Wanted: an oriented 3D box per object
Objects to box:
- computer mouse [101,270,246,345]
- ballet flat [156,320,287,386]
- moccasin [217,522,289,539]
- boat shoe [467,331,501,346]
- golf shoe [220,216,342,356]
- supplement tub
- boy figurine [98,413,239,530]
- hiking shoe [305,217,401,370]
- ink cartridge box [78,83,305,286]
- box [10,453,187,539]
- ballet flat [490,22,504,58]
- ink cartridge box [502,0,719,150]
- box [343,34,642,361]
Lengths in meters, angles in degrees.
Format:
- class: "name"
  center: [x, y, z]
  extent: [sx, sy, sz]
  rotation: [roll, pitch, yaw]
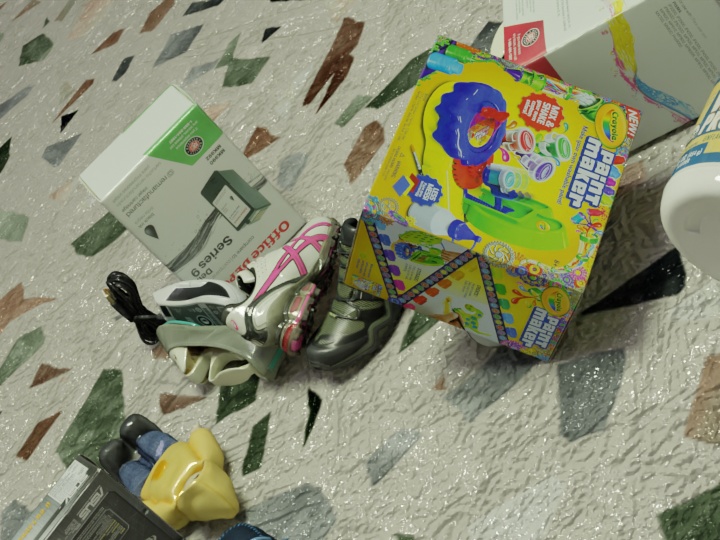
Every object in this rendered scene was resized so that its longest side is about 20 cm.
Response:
- class: "computer mouse"
  center: [-0.179, 0.038, 1.765]
  extent: [0.199, 0.110, 0.044]
  rotation: [1, 51, 37]
- class: "ballet flat"
  center: [-0.152, 0.086, 1.697]
  extent: [0.199, 0.067, 0.064]
  rotation: [-4, 58, 47]
- class: "moccasin"
  center: [-0.083, 0.266, 1.404]
  extent: [0.080, 0.068, 0.200]
  rotation: [-45, 31, -1]
- class: "boat shoe"
  center: [0.115, -0.009, 1.511]
  extent: [0.070, 0.071, 0.201]
  rotation: [124, 156, -52]
- class: "golf shoe"
  center: [-0.074, 0.001, 1.648]
  extent: [0.200, 0.092, 0.073]
  rotation: [-66, -10, -55]
- class: "supplement tub"
  center: [0.330, -0.096, 1.284]
  extent: [0.144, 0.145, 0.201]
  rotation: [-1, 52, 48]
- class: "boy figurine"
  center: [-0.183, 0.202, 1.598]
  extent: [0.124, 0.064, 0.200]
  rotation: [-49, 29, -13]
- class: "hiking shoe"
  center: [0.000, 0.000, 1.588]
  extent: [0.200, 0.101, 0.076]
  rotation: [-53, 32, -14]
- class: "ink cartridge box"
  center: [-0.177, -0.075, 1.784]
  extent: [0.146, 0.200, 0.084]
  rotation: [-46, 35, -3]
- class: "box"
  center: [-0.251, 0.290, 1.484]
  extent: [0.200, 0.158, 0.048]
  rotation: [-53, 35, -13]
- class: "ballet flat"
  center: [0.179, -0.247, 1.701]
  extent: [0.069, 0.071, 0.200]
  rotation: [1, 53, 50]
- class: "ink cartridge box"
  center: [0.249, -0.217, 1.516]
  extent: [0.199, 0.145, 0.146]
  rotation: [-27, 35, 26]
- class: "box"
  center: [0.113, -0.062, 1.423]
  extent: [0.122, 0.192, 0.201]
  rotation: [106, -175, -58]
